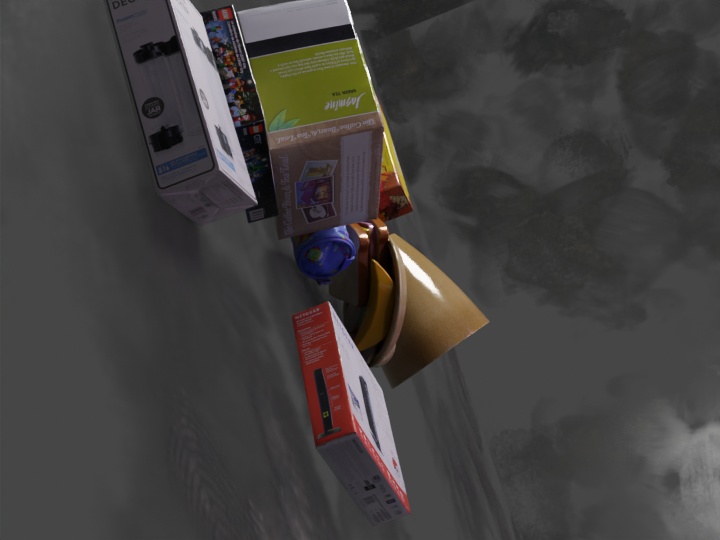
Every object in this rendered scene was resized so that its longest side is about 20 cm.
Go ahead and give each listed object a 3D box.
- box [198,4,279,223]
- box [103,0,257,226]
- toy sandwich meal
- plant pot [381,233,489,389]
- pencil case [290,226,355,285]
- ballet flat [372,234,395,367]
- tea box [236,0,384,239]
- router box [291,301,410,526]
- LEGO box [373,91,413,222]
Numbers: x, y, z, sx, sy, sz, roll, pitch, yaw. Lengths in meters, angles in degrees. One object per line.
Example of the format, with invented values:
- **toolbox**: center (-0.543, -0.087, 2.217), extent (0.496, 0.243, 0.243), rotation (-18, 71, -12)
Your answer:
- **box**: center (-0.124, -0.156, 1.196), extent (0.200, 0.037, 0.138), rotation (90, -15, -66)
- **box**: center (-0.160, -0.153, 1.030), extent (0.117, 0.060, 0.202), rotation (46, 25, -72)
- **toy sandwich meal**: center (-0.002, 0.028, 1.543), extent (0.205, 0.069, 0.208), rotation (-175, -90, -67)
- **plant pot**: center (0.072, 0.050, 1.818), extent (0.201, 0.185, 0.186), rotation (57, 7, 6)
- **pencil case**: center (-0.056, -0.081, 1.499), extent (0.086, 0.078, 0.201), rotation (19, 41, -33)
- **ballet flat**: center (0.024, 0.040, 1.654), extent (0.071, 0.070, 0.203), rotation (46, 45, -71)
- **tea box**: center (-0.060, -0.177, 1.359), extent (0.201, 0.132, 0.199), rotation (93, -16, -63)
- **router box**: center (-0.011, 0.166, 1.320), extent (0.201, 0.048, 0.181), rotation (61, 12, -49)
- **LEGO box**: center (-0.024, -0.155, 1.669), extent (0.077, 0.148, 0.202), rotation (57, 14, -57)
